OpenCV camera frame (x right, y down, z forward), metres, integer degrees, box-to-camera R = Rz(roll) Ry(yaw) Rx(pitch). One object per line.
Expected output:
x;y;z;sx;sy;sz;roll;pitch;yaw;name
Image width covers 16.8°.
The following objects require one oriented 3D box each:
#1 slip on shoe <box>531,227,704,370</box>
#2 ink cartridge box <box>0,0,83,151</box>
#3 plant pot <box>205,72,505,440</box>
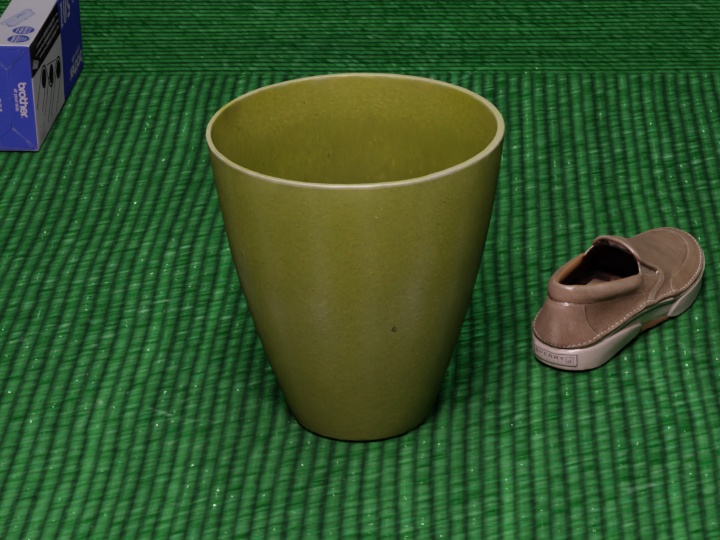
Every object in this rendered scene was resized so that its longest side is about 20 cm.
0.182;0.003;1.709;0.076;0.061;0.200;16;31;33;slip on shoe
-0.278;-0.183;2.084;0.044;0.094;0.200;1;26;5;ink cartridge box
0.000;0.000;1.564;0.187;0.201;0.187;-2;25;1;plant pot
